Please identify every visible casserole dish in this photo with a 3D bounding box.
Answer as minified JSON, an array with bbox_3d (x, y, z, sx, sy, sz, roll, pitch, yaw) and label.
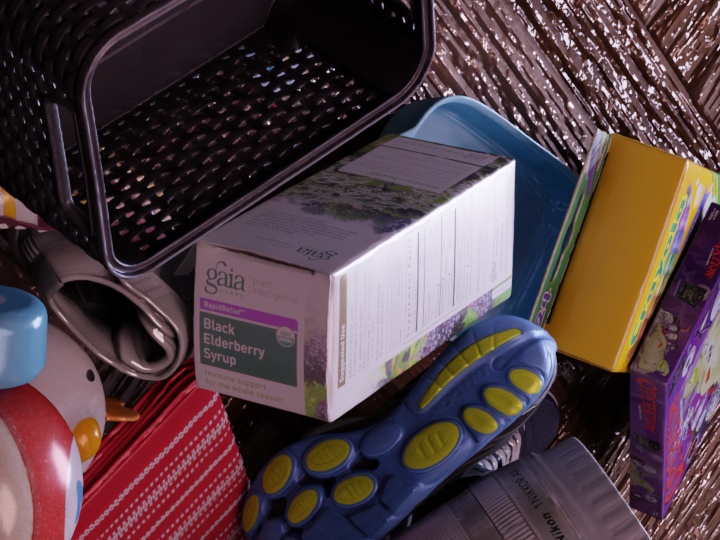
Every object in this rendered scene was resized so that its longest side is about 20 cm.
[{"bbox_3d":[0.058,-0.025,1.583,0.200,0.039,0.122,32,83,-47],"label":"casserole dish"}]

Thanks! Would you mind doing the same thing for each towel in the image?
[{"bbox_3d":[-0.112,0.148,1.471,0.145,0.022,0.201,-45,148,-23],"label":"towel"}]

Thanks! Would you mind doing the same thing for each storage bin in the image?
[{"bbox_3d":[-0.070,-0.108,1.236,0.200,0.094,0.136,-36,142,-28],"label":"storage bin"}]

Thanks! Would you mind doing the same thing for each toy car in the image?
[{"bbox_3d":[-0.169,0.077,1.327,0.200,0.176,0.186,-17,117,-52],"label":"toy car"}]

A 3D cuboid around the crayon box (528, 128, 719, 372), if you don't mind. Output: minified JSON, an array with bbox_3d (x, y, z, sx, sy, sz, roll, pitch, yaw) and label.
[{"bbox_3d":[0.157,-0.007,1.615,0.126,0.051,0.200,-71,163,4],"label":"crayon box"}]

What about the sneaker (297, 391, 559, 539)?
[{"bbox_3d":[0.065,0.116,1.595,0.199,0.108,0.071,-11,115,-41],"label":"sneaker"}]

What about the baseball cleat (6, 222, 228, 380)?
[{"bbox_3d":[-0.090,0.019,1.412,0.199,0.107,0.070,13,128,-40],"label":"baseball cleat"}]

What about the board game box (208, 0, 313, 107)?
[{"bbox_3d":[-0.007,-0.185,1.356,0.200,0.019,0.103,-51,135,-11],"label":"board game box"}]

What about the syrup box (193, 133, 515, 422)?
[{"bbox_3d":[0.000,0.000,1.413,0.200,0.078,0.082,-33,130,-54],"label":"syrup box"}]

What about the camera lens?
[{"bbox_3d":[0.068,0.201,1.464,0.199,0.160,0.160,-33,130,-2],"label":"camera lens"}]

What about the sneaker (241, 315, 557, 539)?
[{"bbox_3d":[0.026,0.097,1.487,0.199,0.071,0.083,-36,163,12],"label":"sneaker"}]

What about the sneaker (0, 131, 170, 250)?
[{"bbox_3d":[-0.182,-0.043,1.305,0.199,0.075,0.090,31,87,-22],"label":"sneaker"}]

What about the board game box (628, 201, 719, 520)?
[{"bbox_3d":[0.195,0.058,1.682,0.120,0.032,0.200,-57,162,-21],"label":"board game box"}]
